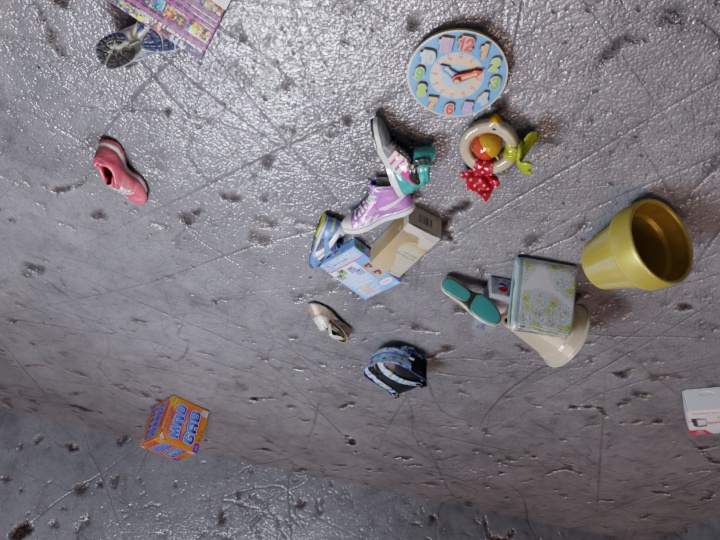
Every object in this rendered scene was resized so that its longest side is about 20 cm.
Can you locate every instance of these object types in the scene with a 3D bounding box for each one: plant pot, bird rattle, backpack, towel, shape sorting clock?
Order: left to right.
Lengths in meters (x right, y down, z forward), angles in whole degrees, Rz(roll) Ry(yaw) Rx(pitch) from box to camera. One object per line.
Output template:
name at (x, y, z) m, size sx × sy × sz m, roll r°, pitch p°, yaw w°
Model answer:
backpack at (0.113, 0.333, 1.954) m, size 0.199 × 0.136 × 0.182 m, roll 31°, pitch 137°, yaw -27°
shape sorting clock at (0.189, -0.382, 1.113) m, size 0.196 × 0.040 × 0.201 m, roll 6°, pitch 142°, yaw 4°
bird rattle at (0.287, -0.258, 1.235) m, size 0.163 × 0.113 × 0.199 m, roll 45°, pitch 144°, yaw -22°
plant pot at (0.515, 0.143, 1.609) m, size 0.182 × 0.202 × 0.201 m, roll 29°, pitch 139°, yaw -8°
towel at (0.487, 0.074, 1.514) m, size 0.168 × 0.204 × 0.048 m, roll 10°, pitch 170°, yaw -5°
plant pot at (0.641, -0.041, 1.345) m, size 0.198 × 0.204 × 0.189 m, roll 21°, pitch 157°, yaw -16°

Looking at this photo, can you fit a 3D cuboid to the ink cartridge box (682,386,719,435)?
ink cartridge box at (1.220, 0.494, 1.980) m, size 0.146 × 0.087 × 0.200 m, roll -13°, pitch 139°, yaw 26°

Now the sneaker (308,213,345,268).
sneaker at (-0.092, -0.067, 1.541) m, size 0.081 × 0.075 × 0.201 m, roll 14°, pitch 143°, yaw -10°

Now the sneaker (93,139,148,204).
sneaker at (-0.613, -0.228, 1.427) m, size 0.072 × 0.088 × 0.201 m, roll -2°, pitch 141°, yaw 15°

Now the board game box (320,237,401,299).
board game box at (0.000, 0.000, 1.635) m, size 0.150 × 0.037 × 0.199 m, roll -26°, pitch 129°, yaw 37°

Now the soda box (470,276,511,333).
soda box at (0.386, 0.105, 1.669) m, size 0.067 × 0.064 × 0.201 m, roll 10°, pitch 142°, yaw -3°

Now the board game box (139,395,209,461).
board game box at (-0.849, 0.724, 2.586) m, size 0.199 × 0.202 × 0.199 m, roll 34°, pitch 136°, yaw -28°

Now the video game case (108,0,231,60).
video game case at (-0.335, -0.515, 1.015) m, size 0.198 × 0.036 × 0.182 m, roll 28°, pitch 121°, yaw -23°

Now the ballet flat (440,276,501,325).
ballet flat at (0.314, 0.087, 1.609) m, size 0.199 × 0.069 × 0.070 m, roll 39°, pitch 144°, yaw 12°

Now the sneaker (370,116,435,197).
sneaker at (0.105, -0.261, 1.248) m, size 0.119 × 0.084 × 0.201 m, roll -15°, pitch 129°, yaw 18°

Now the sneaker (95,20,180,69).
sneaker at (-0.418, -0.461, 1.115) m, size 0.197 × 0.085 × 0.078 m, roll -17°, pitch 114°, yaw 0°

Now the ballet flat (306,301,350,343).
ballet flat at (-0.102, 0.176, 1.854) m, size 0.068 × 0.068 × 0.199 m, roll -26°, pitch 130°, yaw 36°

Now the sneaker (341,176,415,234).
sneaker at (0.025, -0.170, 1.396) m, size 0.198 × 0.073 × 0.115 m, roll -22°, pitch 131°, yaw 18°

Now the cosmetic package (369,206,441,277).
cosmetic package at (0.116, -0.075, 1.489) m, size 0.104 × 0.072 × 0.200 m, roll 22°, pitch 140°, yaw -18°
